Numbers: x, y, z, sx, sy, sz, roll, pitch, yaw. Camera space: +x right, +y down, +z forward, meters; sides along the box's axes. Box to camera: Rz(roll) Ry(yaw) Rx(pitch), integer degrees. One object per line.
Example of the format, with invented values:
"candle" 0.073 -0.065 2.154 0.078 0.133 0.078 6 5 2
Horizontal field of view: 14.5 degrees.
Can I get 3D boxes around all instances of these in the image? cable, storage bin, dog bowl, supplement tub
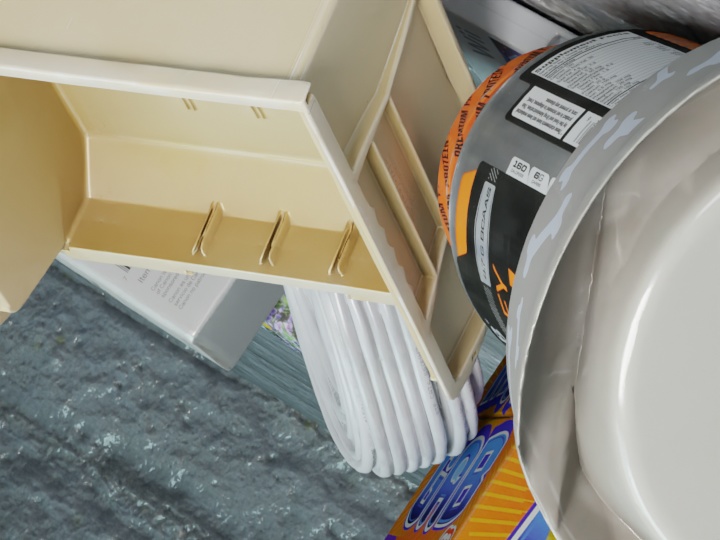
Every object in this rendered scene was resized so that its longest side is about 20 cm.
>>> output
"cable" 0.000 0.000 1.363 0.200 0.069 0.201 -127 20 -74
"storage bin" -0.064 -0.047 1.026 0.199 0.094 0.199 8 149 25
"dog bowl" 0.131 0.021 0.777 0.200 0.200 0.059 37 -173 -23
"supplement tub" 0.105 -0.009 0.906 0.122 0.123 0.200 37 179 -24

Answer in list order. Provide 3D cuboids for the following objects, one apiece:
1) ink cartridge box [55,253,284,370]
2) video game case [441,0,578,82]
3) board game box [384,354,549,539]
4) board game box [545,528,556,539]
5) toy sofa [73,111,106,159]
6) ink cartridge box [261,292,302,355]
"ink cartridge box" -0.118 -0.063 1.529 0.200 0.147 0.083 33 175 18
"video game case" 0.127 -0.038 1.082 0.200 0.018 0.143 31 173 26
"board game box" 0.146 0.126 1.355 0.200 0.200 0.200 35 173 -4
"board game box" 0.156 0.102 0.886 0.199 0.196 0.056 -4 121 22
"toy sofa" -0.128 -0.138 1.132 0.083 0.097 0.200 -94 -19 -52
"ink cartridge box" -0.058 -0.035 1.585 0.200 0.109 0.050 33 173 13
